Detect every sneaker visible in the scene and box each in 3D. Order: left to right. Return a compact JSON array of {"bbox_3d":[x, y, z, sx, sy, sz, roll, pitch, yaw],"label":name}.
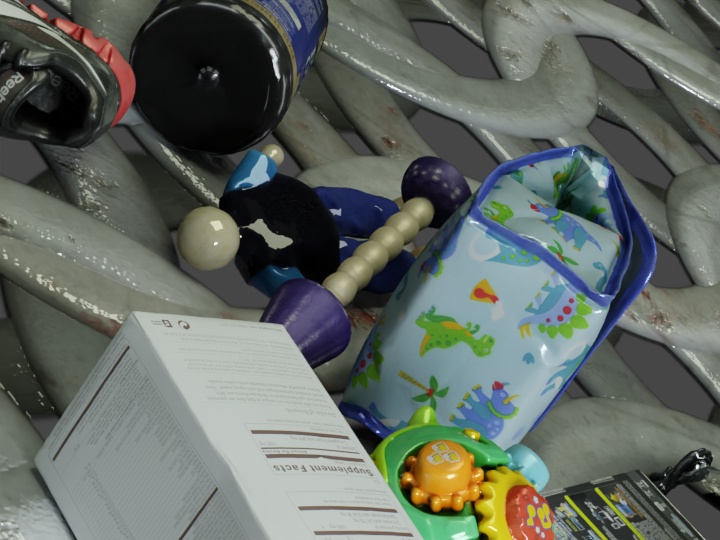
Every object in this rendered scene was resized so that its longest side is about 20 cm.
[{"bbox_3d":[-0.231,-0.137,1.603,0.200,0.071,0.098,30,24,-14],"label":"sneaker"}]

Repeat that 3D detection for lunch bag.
[{"bbox_3d":[0.090,0.020,1.618,0.127,0.170,0.200,35,24,-2],"label":"lunch bag"}]

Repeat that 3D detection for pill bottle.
[{"bbox_3d":[-0.083,-0.164,1.785,0.112,0.112,0.200,33,26,-5],"label":"pill bottle"}]

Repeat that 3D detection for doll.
[{"bbox_3d":[-0.035,-0.016,1.663,0.199,0.048,0.137,4,61,-45],"label":"doll"}]

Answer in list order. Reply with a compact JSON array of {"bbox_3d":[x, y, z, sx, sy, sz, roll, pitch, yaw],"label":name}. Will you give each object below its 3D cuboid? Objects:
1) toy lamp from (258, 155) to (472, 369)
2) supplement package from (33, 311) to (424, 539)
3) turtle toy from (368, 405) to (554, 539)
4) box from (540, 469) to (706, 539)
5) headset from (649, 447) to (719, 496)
[{"bbox_3d":[0.000,0.000,1.614,0.058,0.058,0.200,39,49,7],"label":"toy lamp"},{"bbox_3d":[-0.059,0.132,1.311,0.109,0.114,0.200,6,40,-45],"label":"supplement package"},{"bbox_3d":[0.059,0.167,1.380,0.145,0.101,0.201,6,67,-53],"label":"turtle toy"},{"bbox_3d":[0.181,0.211,1.551,0.200,0.044,0.160,47,28,23],"label":"box"},{"bbox_3d":[0.261,0.199,1.654,0.200,0.094,0.124,53,15,-4],"label":"headset"}]
